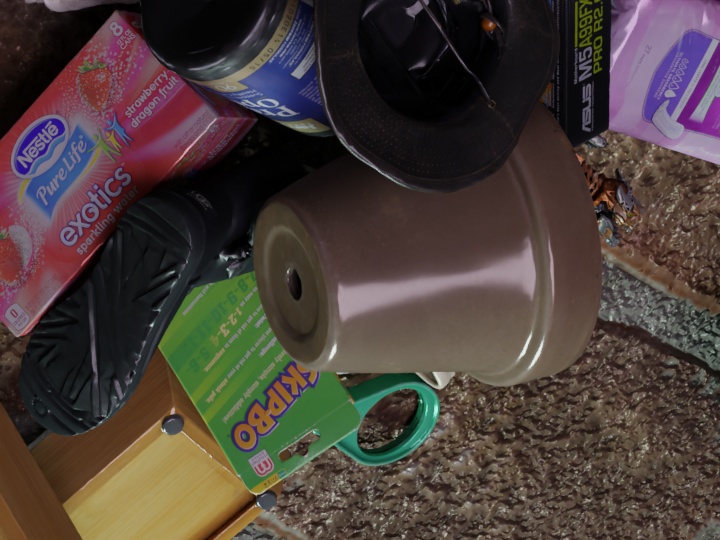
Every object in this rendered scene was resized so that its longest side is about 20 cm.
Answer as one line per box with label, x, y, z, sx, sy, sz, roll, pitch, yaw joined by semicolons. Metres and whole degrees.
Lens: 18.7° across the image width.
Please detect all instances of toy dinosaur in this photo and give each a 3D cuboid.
toy dinosaur;0.099;-0.069;1.550;0.200;0.102;0.136;38;120;4

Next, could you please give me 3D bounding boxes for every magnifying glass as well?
magnifying glass;-0.020;0.111;1.642;0.199;0.022;0.080;6;119;-40

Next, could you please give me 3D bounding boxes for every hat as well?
hat;0.025;-0.143;1.330;0.199;0.081;0.203;4;84;-38

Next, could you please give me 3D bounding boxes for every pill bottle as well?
pill bottle;-0.042;-0.151;1.409;0.112;0.112;0.200;-49;146;13

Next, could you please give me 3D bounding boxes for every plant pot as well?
plant pot;0.030;-0.013;1.396;0.173;0.200;0.202;-13;126;-27

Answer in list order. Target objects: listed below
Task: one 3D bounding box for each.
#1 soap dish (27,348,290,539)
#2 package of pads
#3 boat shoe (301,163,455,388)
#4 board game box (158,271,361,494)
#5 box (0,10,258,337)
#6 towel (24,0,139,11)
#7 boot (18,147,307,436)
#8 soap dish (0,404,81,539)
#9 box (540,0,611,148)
soap dish;-0.167;0.166;1.614;0.200;0.081;0.157;-41;126;6
package of pads;0.236;-0.147;1.569;0.199;0.076;0.121;15;118;-28
boat shoe;0.000;0.000;1.533;0.200;0.071;0.063;39;70;-5
board game box;-0.087;0.048;1.521;0.095;0.201;0.030;-33;169;3
box;-0.177;-0.064;1.430;0.103;0.095;0.200;46;102;7
towel;-0.130;-0.243;1.393;0.198;0.035;0.133;-16;127;-11
boot;-0.123;0.013;1.444;0.201;0.076;0.168;-56;165;26
soap dish;-0.283;0.194;1.513;0.157;0.081;0.201;-33;85;7
box;0.093;-0.197;1.429;0.044;0.160;0.201;-28;132;-32
